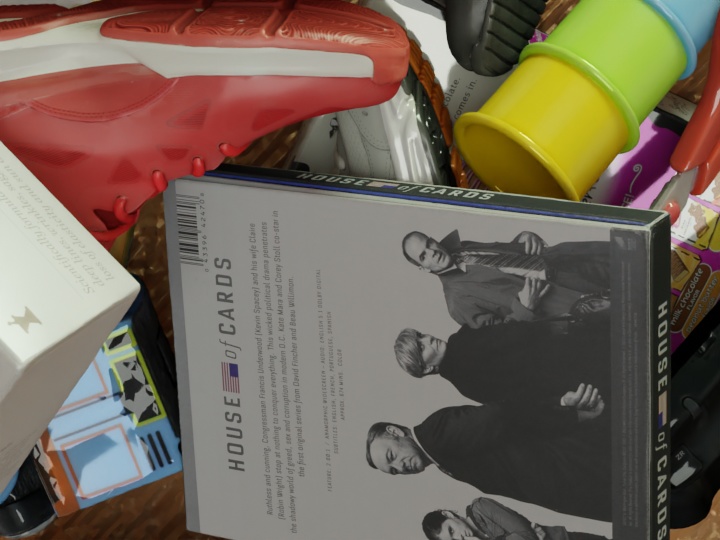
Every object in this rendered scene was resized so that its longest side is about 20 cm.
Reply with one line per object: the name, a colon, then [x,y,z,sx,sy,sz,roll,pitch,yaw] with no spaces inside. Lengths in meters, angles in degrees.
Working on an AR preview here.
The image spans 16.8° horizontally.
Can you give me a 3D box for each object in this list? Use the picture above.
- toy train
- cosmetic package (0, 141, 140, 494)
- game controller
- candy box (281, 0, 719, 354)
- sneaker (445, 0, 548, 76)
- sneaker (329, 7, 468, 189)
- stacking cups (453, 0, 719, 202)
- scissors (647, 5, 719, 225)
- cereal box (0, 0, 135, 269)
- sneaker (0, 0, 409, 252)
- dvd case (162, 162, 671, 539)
toy train: [-0.145,0.008,0.969,0.114,0.087,0.201,-21,106,0]
cosmetic package: [-0.169,0.042,0.873,0.102,0.074,0.200,46,131,6]
game controller: [0.172,0.018,0.973,0.042,0.104,0.200,39,81,20]
candy box: [0.069,-0.024,1.003,0.199,0.061,0.137,25,105,-6]
sneaker: [0.037,-0.174,0.947,0.088,0.074,0.201,3,82,18]
sneaker: [0.000,0.000,0.944,0.092,0.076,0.201,-11,105,10]
stacking cups: [0.119,-0.108,0.937,0.060,0.060,0.200,43,74,-10]
scissors: [0.127,-0.030,0.939,0.014,0.073,0.201,25,88,34]
cereal box: [-0.186,-0.065,1.007,0.199,0.040,0.145,11,108,-2]
sneaker: [-0.079,-0.040,0.893,0.199,0.078,0.116,1,108,11]
dvd case: [0.019,0.042,0.902,0.199,0.025,0.151,8,110,28]
